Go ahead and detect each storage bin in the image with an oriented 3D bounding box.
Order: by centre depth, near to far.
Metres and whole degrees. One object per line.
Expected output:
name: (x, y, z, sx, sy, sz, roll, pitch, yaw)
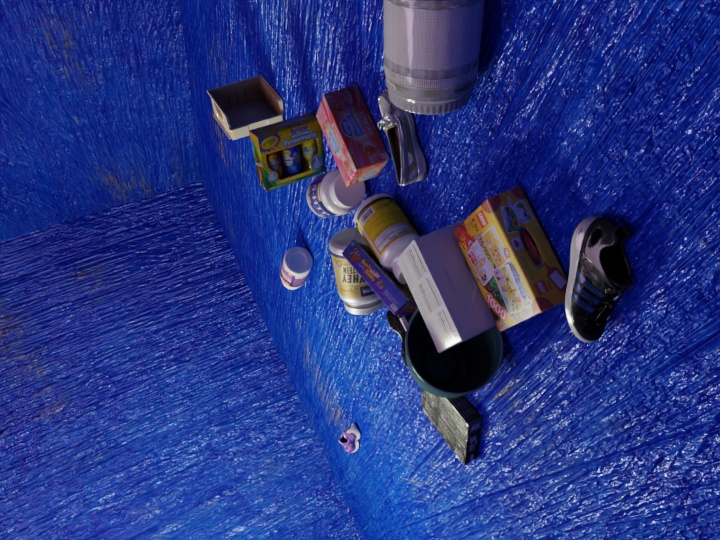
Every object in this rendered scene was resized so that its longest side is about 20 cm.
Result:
storage bin: (-0.379, -0.540, 2.024, 0.199, 0.197, 0.095, 52, 155, 39)

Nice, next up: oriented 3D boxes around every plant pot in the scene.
plant pot: (0.183, 0.177, 1.287, 0.203, 0.197, 0.189, 62, 169, 18)

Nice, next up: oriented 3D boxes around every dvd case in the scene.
dvd case: (0.167, 0.200, 1.447, 0.203, 0.017, 0.142, 63, -162, 18)

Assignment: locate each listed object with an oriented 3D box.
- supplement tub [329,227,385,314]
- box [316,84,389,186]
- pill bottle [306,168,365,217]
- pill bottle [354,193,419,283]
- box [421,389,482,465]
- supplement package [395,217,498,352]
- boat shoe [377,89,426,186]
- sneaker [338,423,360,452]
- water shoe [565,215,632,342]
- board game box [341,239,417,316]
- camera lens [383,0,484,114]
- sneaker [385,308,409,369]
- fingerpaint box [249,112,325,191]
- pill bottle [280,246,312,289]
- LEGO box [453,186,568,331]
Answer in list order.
supplement tub: (0.000, 0.000, 1.632, 0.144, 0.142, 0.204, 35, 140, 57)
box: (-0.022, -0.322, 1.462, 0.204, 0.093, 0.103, 67, 160, 8)
pill bottle: (-0.064, -0.209, 1.640, 0.199, 0.118, 0.122, 2, 111, 68)
pill bottle: (0.075, -0.073, 1.421, 0.202, 0.110, 0.113, 58, 157, 29)
box: (0.224, 0.360, 1.533, 0.200, 0.043, 0.163, 48, 150, 45)
supplement package: (0.187, 0.025, 1.161, 0.203, 0.153, 0.111, 65, 157, 11)
boat shoe: (0.078, -0.282, 1.286, 0.074, 0.064, 0.206, -12, 98, 69)
sneaker: (-0.054, 0.690, 2.493, 0.081, 0.082, 0.202, 56, 156, 32)
water shoe: (0.345, 0.025, 0.878, 0.079, 0.070, 0.204, 31, 137, 56)
board game box: (0.057, 0.021, 1.442, 0.200, 0.045, 0.134, 48, -166, 23)
camera lens: (0.114, -0.376, 0.972, 0.160, 0.157, 0.203, 49, 151, 43)
sneaker: (0.136, 0.177, 1.551, 0.079, 0.073, 0.203, 29, -147, -52)
fingerpaint box: (-0.208, -0.345, 1.769, 0.073, 0.197, 0.170, 43, 146, 47)
pill bottle: (-0.248, -0.001, 2.312, 0.113, 0.110, 0.200, 64, 159, 15)
LEGO box: (0.259, -0.015, 1.052, 0.203, 0.076, 0.149, 66, 160, 11)
